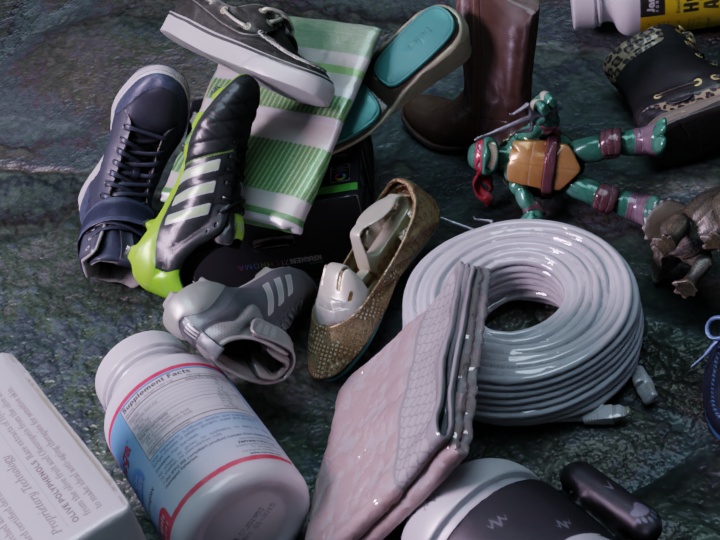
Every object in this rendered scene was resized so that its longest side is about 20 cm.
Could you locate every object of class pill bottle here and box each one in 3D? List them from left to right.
[{"bbox_3d":[-0.130,0.135,0.976,0.109,0.109,0.200,-28,43,-16],"label":"pill bottle"},{"bbox_3d":[0.320,-0.305,1.335,0.199,0.112,0.111,-6,42,9],"label":"pill bottle"}]

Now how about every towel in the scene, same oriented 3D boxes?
[{"bbox_3d":[-0.080,-0.134,1.127,0.152,0.023,0.201,13,72,28],"label":"towel"},{"bbox_3d":[0.023,0.108,0.919,0.032,0.191,0.200,31,37,-13],"label":"towel"}]

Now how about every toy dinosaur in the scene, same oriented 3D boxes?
[{"bbox_3d":[0.289,-0.040,1.008,0.200,0.077,0.102,-28,22,42],"label":"toy dinosaur"}]

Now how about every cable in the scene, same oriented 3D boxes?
[{"bbox_3d":[0.129,0.040,1.040,0.199,0.069,0.200,-9,42,6],"label":"cable"}]

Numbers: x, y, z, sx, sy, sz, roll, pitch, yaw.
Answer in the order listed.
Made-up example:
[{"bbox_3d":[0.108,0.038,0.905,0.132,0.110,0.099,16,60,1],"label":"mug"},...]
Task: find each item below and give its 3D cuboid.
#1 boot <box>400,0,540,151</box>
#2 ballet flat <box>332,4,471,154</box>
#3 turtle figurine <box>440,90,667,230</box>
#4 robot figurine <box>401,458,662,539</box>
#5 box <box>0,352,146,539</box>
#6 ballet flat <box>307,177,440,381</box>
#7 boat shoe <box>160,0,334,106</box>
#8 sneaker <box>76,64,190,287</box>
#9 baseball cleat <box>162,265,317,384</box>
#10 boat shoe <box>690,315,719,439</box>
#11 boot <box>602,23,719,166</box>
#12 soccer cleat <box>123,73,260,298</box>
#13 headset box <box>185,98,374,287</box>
[{"bbox_3d":[0.100,-0.201,1.211,0.186,0.200,0.064,27,55,36],"label":"boot"},{"bbox_3d":[0.016,-0.160,1.149,0.200,0.069,0.070,-34,42,8],"label":"ballet flat"},{"bbox_3d":[0.168,-0.094,1.140,0.199,0.150,0.101,5,26,8],"label":"turtle figurine"},{"bbox_3d":[0.114,0.209,0.823,0.150,0.125,0.200,-13,35,-36],"label":"robot figurine"},{"bbox_3d":[-0.237,0.210,0.855,0.171,0.199,0.200,-33,44,-20],"label":"box"},{"bbox_3d":[0.000,0.000,1.095,0.070,0.065,0.200,4,53,41],"label":"ballet flat"},{"bbox_3d":[-0.094,-0.201,1.104,0.200,0.071,0.064,30,92,32],"label":"boat shoe"},{"bbox_3d":[-0.208,-0.078,1.184,0.077,0.203,0.146,15,37,-22],"label":"sneaker"},{"bbox_3d":[-0.080,0.049,1.052,0.106,0.070,0.200,43,25,20],"label":"baseball cleat"},{"bbox_3d":[0.304,0.045,0.989,0.084,0.069,0.200,5,45,20],"label":"boat shoe"},{"bbox_3d":[0.344,-0.185,1.231,0.199,0.073,0.151,-21,42,0],"label":"boot"},{"bbox_3d":[-0.122,-0.066,1.069,0.081,0.068,0.200,28,94,17],"label":"soccer cleat"},{"bbox_3d":[-0.078,-0.079,1.207,0.174,0.093,0.200,-7,43,8],"label":"headset box"}]
